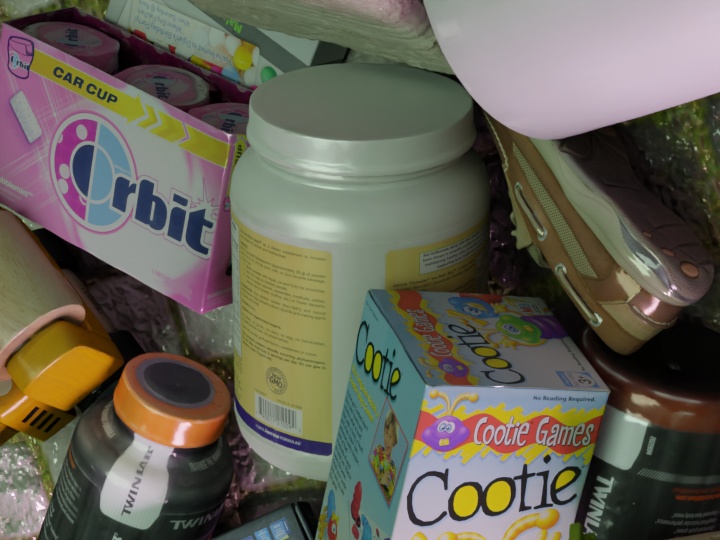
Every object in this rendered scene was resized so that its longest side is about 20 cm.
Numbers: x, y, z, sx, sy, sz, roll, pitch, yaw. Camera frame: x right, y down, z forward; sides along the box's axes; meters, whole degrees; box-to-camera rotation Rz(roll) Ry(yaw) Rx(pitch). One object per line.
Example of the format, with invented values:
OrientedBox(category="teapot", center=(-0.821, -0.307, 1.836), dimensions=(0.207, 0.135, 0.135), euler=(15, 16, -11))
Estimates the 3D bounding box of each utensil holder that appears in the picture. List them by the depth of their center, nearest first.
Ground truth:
OrientedBox(category="utensil holder", center=(0.150, -0.162, 1.187), dimensions=(0.199, 0.169, 0.171), euler=(-18, 90, 42))

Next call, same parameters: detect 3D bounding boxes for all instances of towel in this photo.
OrientedBox(category="towel", center=(-0.038, -0.156, 1.319), dimensions=(0.199, 0.132, 0.035), euler=(18, 84, 33))

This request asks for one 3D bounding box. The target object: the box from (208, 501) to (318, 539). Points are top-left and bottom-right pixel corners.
OrientedBox(category="box", center=(-0.092, 0.250, 1.472), dimensions=(0.199, 0.051, 0.159), euler=(-24, 81, 7))

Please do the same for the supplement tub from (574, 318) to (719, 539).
OrientedBox(category="supplement tub", center=(0.145, 0.132, 1.306), dimensions=(0.107, 0.107, 0.201), euler=(26, 117, 31))

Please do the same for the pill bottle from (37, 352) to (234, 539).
OrientedBox(category="pill bottle", center=(-0.143, 0.151, 1.546), dimensions=(0.106, 0.106, 0.201), euler=(37, 122, 26))

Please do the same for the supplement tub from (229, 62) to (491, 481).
OrientedBox(category="supplement tub", center=(0.000, 0.000, 1.351), dimensions=(0.145, 0.145, 0.201), euler=(18, 119, 34))

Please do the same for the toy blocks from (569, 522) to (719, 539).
OrientedBox(category="toy blocks", center=(0.189, 0.210, 1.222), dimensions=(0.136, 0.100, 0.201), euler=(-10, 103, 8))

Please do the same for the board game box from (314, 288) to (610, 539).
OrientedBox(category="board game box", center=(0.045, 0.124, 1.279), dimensions=(0.105, 0.102, 0.201), euler=(-122, 39, -57))

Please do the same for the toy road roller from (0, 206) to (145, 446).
OrientedBox(category="toy road roller", center=(-0.232, 0.052, 1.531), dimensions=(0.146, 0.200, 0.123), euler=(-39, 74, 1))

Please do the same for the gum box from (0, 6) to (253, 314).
OrientedBox(category="gum box", center=(-0.129, -0.066, 1.450), dimensions=(0.199, 0.066, 0.114), euler=(27, 119, 31))

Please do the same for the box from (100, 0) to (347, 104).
OrientedBox(category="box", center=(-0.090, -0.123, 1.474), dimensions=(0.156, 0.041, 0.201), euler=(39, 124, 25))

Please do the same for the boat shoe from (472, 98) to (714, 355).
OrientedBox(category="boat shoe", center=(0.106, -0.036, 1.286), dimensions=(0.072, 0.075, 0.200), euler=(-55, 43, 25))
